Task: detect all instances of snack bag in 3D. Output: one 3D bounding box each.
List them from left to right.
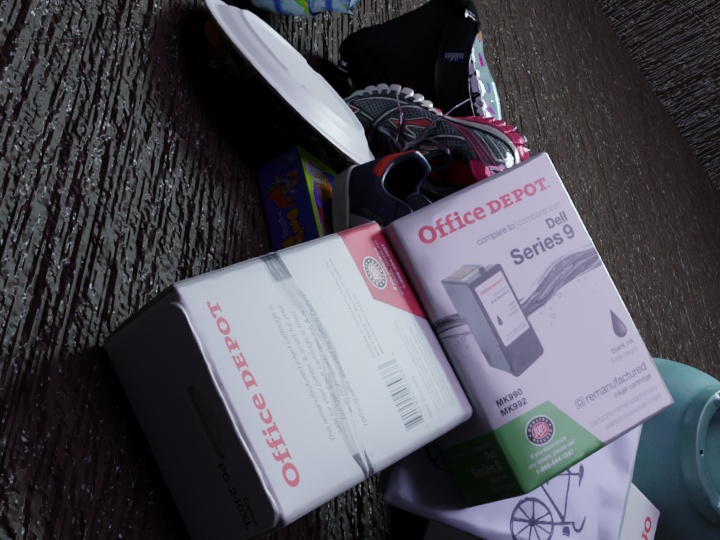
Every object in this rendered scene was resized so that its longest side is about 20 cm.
[{"bbox_3d":[0.122,0.114,0.940,0.198,0.021,0.191,24,65,-15],"label":"snack bag"}]

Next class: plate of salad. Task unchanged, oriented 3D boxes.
[{"bbox_3d":[-0.063,-0.149,1.069,0.200,0.048,0.200,44,10,-10],"label":"plate of salad"}]

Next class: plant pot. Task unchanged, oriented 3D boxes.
[{"bbox_3d":[0.290,0.172,1.170,0.198,0.133,0.203,10,74,-37],"label":"plant pot"}]

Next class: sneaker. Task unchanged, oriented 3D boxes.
[{"bbox_3d":[0.028,-0.007,0.958,0.075,0.084,0.202,35,40,-48],"label":"sneaker"},{"bbox_3d":[0.049,-0.113,1.139,0.075,0.198,0.082,-37,132,-47],"label":"sneaker"}]

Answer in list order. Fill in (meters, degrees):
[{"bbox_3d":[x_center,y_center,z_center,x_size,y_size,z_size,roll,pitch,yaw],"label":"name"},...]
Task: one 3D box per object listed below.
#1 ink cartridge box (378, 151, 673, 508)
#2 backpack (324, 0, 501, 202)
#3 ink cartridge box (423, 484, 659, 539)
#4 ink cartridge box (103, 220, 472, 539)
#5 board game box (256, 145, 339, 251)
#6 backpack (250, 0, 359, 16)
[{"bbox_3d":[0.103,0.040,0.895,0.145,0.084,0.202,-25,85,-26],"label":"ink cartridge box"},{"bbox_3d":[0.075,-0.151,1.268,0.126,0.165,0.203,10,62,-64],"label":"backpack"},{"bbox_3d":[0.149,0.212,1.023,0.200,0.083,0.146,43,57,-38],"label":"ink cartridge box"},{"bbox_3d":[-0.040,0.068,0.787,0.199,0.083,0.147,-19,81,-51],"label":"ink cartridge box"},{"bbox_3d":[0.000,0.000,1.063,0.199,0.044,0.136,33,36,-50],"label":"board game box"},{"bbox_3d":[-0.044,-0.314,1.202,0.152,0.165,0.200,23,28,19],"label":"backpack"}]
